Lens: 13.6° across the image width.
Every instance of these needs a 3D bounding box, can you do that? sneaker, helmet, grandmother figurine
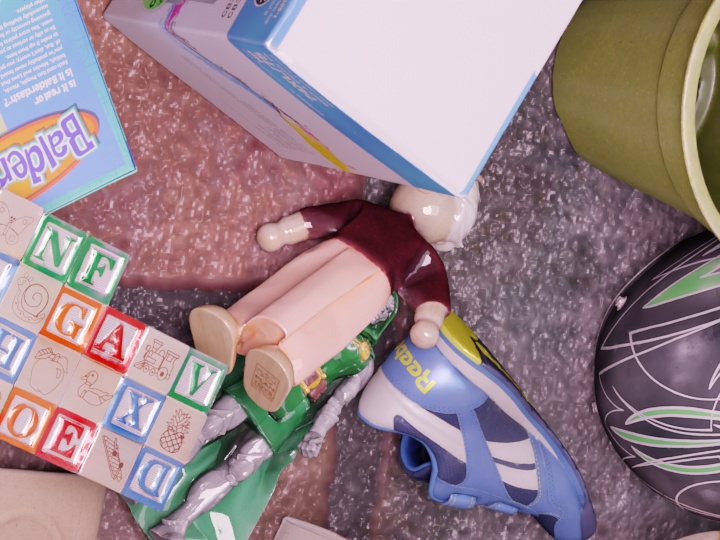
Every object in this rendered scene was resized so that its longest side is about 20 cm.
[{"bbox_3d":[0.069,0.103,1.757,0.082,0.074,0.200,-40,128,1],"label":"sneaker"},{"bbox_3d":[0.243,0.061,1.797,0.190,0.199,0.201,-31,114,-41],"label":"helmet"},{"bbox_3d":[0.000,0.000,1.682,0.121,0.061,0.200,41,53,10],"label":"grandmother figurine"}]

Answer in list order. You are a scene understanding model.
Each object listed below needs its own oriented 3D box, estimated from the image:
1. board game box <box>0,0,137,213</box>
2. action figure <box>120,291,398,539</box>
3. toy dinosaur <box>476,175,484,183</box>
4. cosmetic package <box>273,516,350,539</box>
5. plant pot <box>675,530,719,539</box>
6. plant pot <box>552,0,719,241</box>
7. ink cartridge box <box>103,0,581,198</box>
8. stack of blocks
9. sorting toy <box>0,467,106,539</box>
[{"bbox_3d":[-0.218,-0.113,1.564,0.152,0.045,0.201,-27,111,-25],"label":"board game box"},{"bbox_3d":[-0.051,0.074,1.695,0.200,0.055,0.118,-44,114,-22],"label":"action figure"},{"bbox_3d":[0.033,-0.104,1.674,0.060,0.106,0.201,30,46,-16],"label":"toy dinosaur"},{"bbox_3d":[0.031,0.230,1.747,0.199,0.087,0.104,28,82,-32],"label":"cosmetic package"},{"bbox_3d":[0.224,0.262,1.781,0.199,0.200,0.184,-21,122,-26],"label":"plant pot"},{"bbox_3d":[0.210,-0.105,1.737,0.199,0.190,0.201,-6,102,-31],"label":"plant pot"},{"bbox_3d":[-0.008,-0.146,1.593,0.146,0.200,0.147,36,80,-29],"label":"ink cartridge box"},{"bbox_3d":[-0.168,0.032,1.563,0.200,0.058,0.116,29,85,-34],"label":"stack of blocks"},{"bbox_3d":[-0.226,0.193,1.601,0.199,0.036,0.186,8,95,-49],"label":"sorting toy"}]
